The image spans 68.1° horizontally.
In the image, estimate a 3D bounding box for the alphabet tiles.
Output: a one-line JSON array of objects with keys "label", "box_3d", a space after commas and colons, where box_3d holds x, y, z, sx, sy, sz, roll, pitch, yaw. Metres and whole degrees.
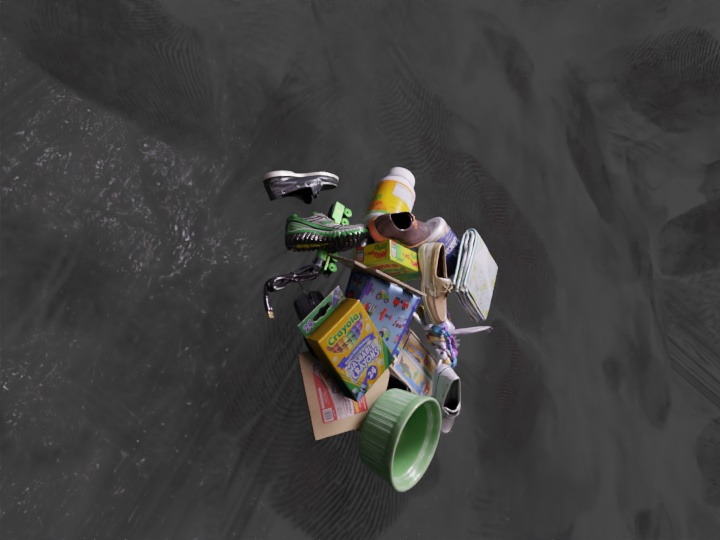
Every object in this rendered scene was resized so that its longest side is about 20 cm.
[{"label": "alphabet tiles", "box_3d": [0.028, 0.008, 1.179, 0.199, 0.166, 0.008, 27, 84, -39]}]

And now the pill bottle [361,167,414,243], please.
[{"label": "pill bottle", "box_3d": [0.079, -0.170, 1.378, 0.111, 0.110, 0.202, 41, 50, -26]}]

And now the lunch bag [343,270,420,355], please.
[{"label": "lunch bag", "box_3d": [0.025, 0.125, 1.205, 0.149, 0.094, 0.203, 24, 82, -29]}]

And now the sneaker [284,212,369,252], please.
[{"label": "sneaker", "box_3d": [-0.072, -0.095, 1.189, 0.197, 0.078, 0.087, 0, 64, -20]}]

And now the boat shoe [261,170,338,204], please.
[{"label": "boat shoe", "box_3d": [-0.129, -0.183, 1.205, 0.197, 0.074, 0.067, -5, 80, -45]}]

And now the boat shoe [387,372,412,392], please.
[{"label": "boat shoe", "box_3d": [0.091, 0.294, 1.244, 0.199, 0.067, 0.073, 40, 48, -29]}]

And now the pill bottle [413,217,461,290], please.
[{"label": "pill bottle", "box_3d": [0.240, -0.039, 1.487, 0.200, 0.110, 0.112, 49, 47, -20]}]

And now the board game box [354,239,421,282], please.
[{"label": "board game box", "box_3d": [0.081, -0.018, 1.296, 0.199, 0.100, 0.048, 20, 65, -53]}]

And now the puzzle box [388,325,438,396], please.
[{"label": "puzzle box", "box_3d": [0.128, 0.233, 1.333, 0.200, 0.025, 0.134, 48, 46, -20]}]

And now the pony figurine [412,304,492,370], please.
[{"label": "pony figurine", "box_3d": [0.217, 0.157, 1.380, 0.191, 0.167, 0.202, -14, 67, -42]}]

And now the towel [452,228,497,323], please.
[{"label": "towel", "box_3d": [0.308, 0.016, 1.432, 0.172, 0.048, 0.202, 51, 49, -40]}]

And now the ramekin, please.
[{"label": "ramekin", "box_3d": [0.083, 0.354, 1.141, 0.199, 0.097, 0.203, -23, 120, -48]}]

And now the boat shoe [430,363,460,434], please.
[{"label": "boat shoe", "box_3d": [0.207, 0.327, 1.287, 0.073, 0.067, 0.203, -19, 119, -21]}]

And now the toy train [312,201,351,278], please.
[{"label": "toy train", "box_3d": [-0.068, -0.075, 1.249, 0.056, 0.042, 0.202, 29, 55, -22]}]

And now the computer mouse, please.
[{"label": "computer mouse", "box_3d": [-0.121, 0.091, 1.096, 0.138, 0.046, 0.203, -12, 81, -27]}]

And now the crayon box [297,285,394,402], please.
[{"label": "crayon box", "box_3d": [-0.025, 0.150, 1.086, 0.126, 0.051, 0.201, -44, 116, -26]}]

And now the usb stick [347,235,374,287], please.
[{"label": "usb stick", "box_3d": [0.000, 0.000, 1.292, 0.055, 0.032, 0.203, 36, 52, -38]}]

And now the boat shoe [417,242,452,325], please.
[{"label": "boat shoe", "box_3d": [0.186, 0.030, 1.289, 0.074, 0.066, 0.204, -4, 83, -56]}]

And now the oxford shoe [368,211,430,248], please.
[{"label": "oxford shoe", "box_3d": [0.110, -0.098, 1.246, 0.198, 0.072, 0.072, -2, 70, -46]}]

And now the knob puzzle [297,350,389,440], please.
[{"label": "knob puzzle", "box_3d": [-0.029, 0.244, 1.143, 0.216, 0.030, 0.224, 5, 77, -23]}]
